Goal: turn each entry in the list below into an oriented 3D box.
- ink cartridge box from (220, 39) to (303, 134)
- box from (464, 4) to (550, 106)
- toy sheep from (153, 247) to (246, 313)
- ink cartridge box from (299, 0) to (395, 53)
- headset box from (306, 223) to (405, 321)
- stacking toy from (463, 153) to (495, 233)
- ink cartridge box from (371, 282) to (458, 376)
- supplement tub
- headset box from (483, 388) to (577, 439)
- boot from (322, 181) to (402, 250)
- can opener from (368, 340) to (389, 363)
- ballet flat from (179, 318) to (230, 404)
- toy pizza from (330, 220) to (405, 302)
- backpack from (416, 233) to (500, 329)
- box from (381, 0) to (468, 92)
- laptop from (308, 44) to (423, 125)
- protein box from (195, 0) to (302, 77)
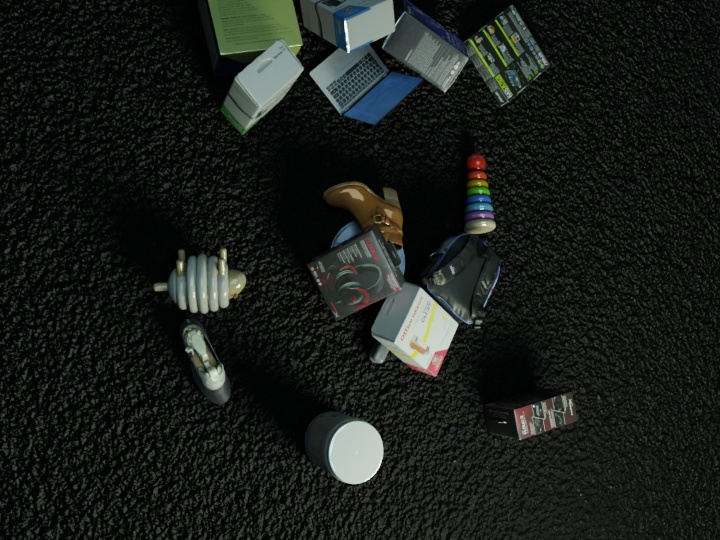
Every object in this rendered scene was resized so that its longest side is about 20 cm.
[{"bbox_3d":[-0.222,-0.404,1.503,0.083,0.199,0.147,47,72,-10],"label":"ink cartridge box"},{"bbox_3d":[0.399,-0.587,1.845,0.192,0.047,0.202,-40,100,-17],"label":"box"},{"bbox_3d":[-0.344,0.026,1.453,0.194,0.138,0.142,0,84,-6],"label":"toy sheep"},{"bbox_3d":[-0.033,-0.608,1.596,0.143,0.200,0.086,-31,138,-21],"label":"ink cartridge box"},{"bbox_3d":[0.000,0.000,1.540,0.196,0.075,0.151,-26,98,18],"label":"headset box"},{"bbox_3d":[0.301,-0.204,1.755,0.083,0.085,0.206,1,78,-20],"label":"stacking toy"},{"bbox_3d":[0.131,0.139,1.603,0.199,0.082,0.148,41,71,-43],"label":"ink cartridge box"},{"bbox_3d":[-0.040,0.386,1.493,0.128,0.199,0.136,2,83,-20],"label":"supplement tub"},{"bbox_3d":[0.416,0.360,1.699,0.195,0.148,0.080,-10,87,-21],"label":"headset box"},{"bbox_3d":[0.009,-0.121,1.606,0.195,0.077,0.159,5,62,-22],"label":"boot"},{"bbox_3d":[0.093,0.140,1.648,0.066,0.053,0.203,31,76,-14],"label":"can opener"},{"bbox_3d":[-0.337,0.200,1.469,0.072,0.073,0.204,-25,94,-21],"label":"ballet flat"},{"bbox_3d":[0.015,-0.022,1.646,0.195,0.032,0.207,3,82,-18],"label":"toy pizza"},{"bbox_3d":[0.246,0.012,1.669,0.199,0.154,0.192,42,80,-18],"label":"backpack"},{"bbox_3d":[0.157,-0.561,1.681,0.197,0.149,0.105,29,120,-17],"label":"box"},{"bbox_3d":[0.013,-0.472,1.646,0.187,0.115,0.201,-44,100,-20],"label":"laptop"},{"bbox_3d":[-0.258,-0.575,1.542,0.194,0.134,0.206,-14,90,-21],"label":"protein box"}]
